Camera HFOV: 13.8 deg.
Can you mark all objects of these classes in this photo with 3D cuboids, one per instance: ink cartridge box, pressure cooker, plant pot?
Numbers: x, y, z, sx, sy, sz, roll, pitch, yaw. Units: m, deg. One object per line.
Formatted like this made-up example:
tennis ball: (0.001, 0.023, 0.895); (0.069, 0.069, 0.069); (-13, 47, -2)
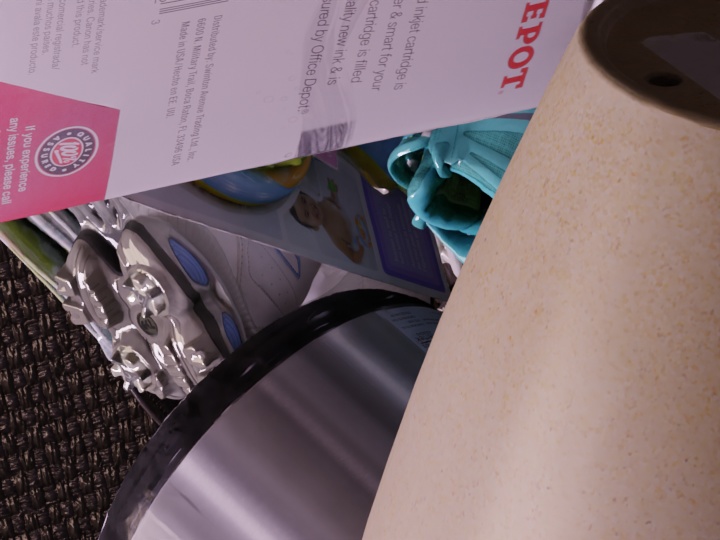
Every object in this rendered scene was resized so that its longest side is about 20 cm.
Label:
ink cartridge box: (-0.029, -0.102, 0.858); (0.147, 0.199, 0.083); (105, 146, -52)
pressure cooker: (0.027, 0.125, 1.006); (0.200, 0.176, 0.179); (40, 148, 26)
plant pot: (0.084, 0.046, 0.644); (0.187, 0.186, 0.201); (-119, 30, -59)

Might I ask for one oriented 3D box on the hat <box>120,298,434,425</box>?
hat: (-0.018, -0.012, 1.290); (0.081, 0.200, 0.202); (-17, 89, 51)

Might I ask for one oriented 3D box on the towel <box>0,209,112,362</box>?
towel: (-0.125, -0.066, 1.153); (0.171, 0.048, 0.200); (49, -167, -32)

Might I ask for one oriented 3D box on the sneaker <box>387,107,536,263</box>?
sneaker: (0.046, -0.048, 0.975); (0.078, 0.079, 0.200); (81, 170, -47)

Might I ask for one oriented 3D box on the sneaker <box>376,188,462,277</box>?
sneaker: (0.033, -0.024, 1.098); (0.073, 0.084, 0.200); (86, 164, -49)

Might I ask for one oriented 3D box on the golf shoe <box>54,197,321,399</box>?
golf shoe: (-0.077, -0.056, 1.020); (0.078, 0.097, 0.201); (6, 130, 45)

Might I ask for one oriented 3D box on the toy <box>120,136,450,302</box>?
toy: (-0.029, -0.067, 0.986); (0.200, 0.047, 0.116); (22, -133, -51)

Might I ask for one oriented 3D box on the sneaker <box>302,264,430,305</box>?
sneaker: (0.000, 0.000, 1.189); (0.092, 0.075, 0.200); (66, -150, -15)

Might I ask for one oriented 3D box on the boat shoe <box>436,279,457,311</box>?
boat shoe: (0.043, 0.054, 1.244); (0.200, 0.064, 0.074); (93, 160, -66)

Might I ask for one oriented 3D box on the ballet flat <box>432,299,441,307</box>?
ballet flat: (0.035, 0.111, 1.377); (0.068, 0.075, 0.201); (103, 150, -72)
